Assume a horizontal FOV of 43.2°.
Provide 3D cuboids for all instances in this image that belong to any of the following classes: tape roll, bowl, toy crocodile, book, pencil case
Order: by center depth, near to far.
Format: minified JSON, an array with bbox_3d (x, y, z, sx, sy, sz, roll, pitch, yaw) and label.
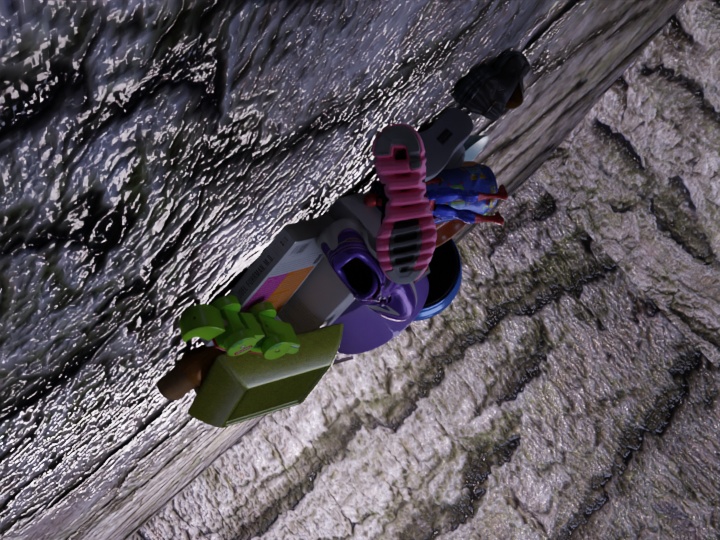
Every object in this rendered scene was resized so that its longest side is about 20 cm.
[{"bbox_3d":[-0.144,0.078,1.137,0.062,0.068,0.199,-38,155,19],"label":"toy crocodile"},{"bbox_3d":[-0.120,0.014,1.202,0.200,0.048,0.133,-47,169,24],"label":"book"},{"bbox_3d":[0.107,-0.104,1.352,0.198,0.088,0.078,-12,180,-20],"label":"pencil case"},{"bbox_3d":[0.007,0.035,1.484,0.199,0.085,0.201,-27,-150,17],"label":"tape roll"},{"bbox_3d":[0.087,-0.009,1.630,0.200,0.201,0.039,-41,165,-20],"label":"bowl"}]

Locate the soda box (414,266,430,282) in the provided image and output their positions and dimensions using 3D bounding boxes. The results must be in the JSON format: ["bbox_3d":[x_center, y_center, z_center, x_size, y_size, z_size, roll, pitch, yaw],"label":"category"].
[{"bbox_3d":[0.000,0.000,1.364,0.198,0.064,0.068,-12,-172,27],"label":"soda box"}]

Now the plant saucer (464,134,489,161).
[{"bbox_3d":[0.144,-0.178,1.607,0.201,0.039,0.201,-43,174,-5],"label":"plant saucer"}]

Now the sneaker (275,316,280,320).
[{"bbox_3d":[-0.116,0.109,1.521,0.074,0.116,0.200,-44,175,-3],"label":"sneaker"}]

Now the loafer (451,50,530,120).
[{"bbox_3d":[0.201,-0.258,1.294,0.200,0.072,0.073,-37,170,-48],"label":"loafer"}]

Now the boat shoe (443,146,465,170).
[{"bbox_3d":[0.079,-0.134,1.425,0.200,0.072,0.071,-45,-164,1],"label":"boat shoe"}]

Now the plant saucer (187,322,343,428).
[{"bbox_3d":[-0.130,0.161,1.304,0.198,0.048,0.200,-13,156,-31],"label":"plant saucer"}]

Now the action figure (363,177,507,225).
[{"bbox_3d":[0.102,-0.095,1.273,0.052,0.198,0.066,-106,-160,-59],"label":"action figure"}]

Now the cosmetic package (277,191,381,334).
[{"bbox_3d":[-0.040,-0.004,1.294,0.200,0.108,0.085,-45,172,24],"label":"cosmetic package"}]

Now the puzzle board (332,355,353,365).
[{"bbox_3d":[-0.130,0.170,1.490,0.199,0.018,0.150,-13,174,-35],"label":"puzzle board"}]

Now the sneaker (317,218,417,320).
[{"bbox_3d":[0.010,0.019,1.183,0.080,0.084,0.200,-32,136,16],"label":"sneaker"}]

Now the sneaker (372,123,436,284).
[{"bbox_3d":[0.055,-0.086,1.153,0.078,0.202,0.095,-1,-169,2],"label":"sneaker"}]

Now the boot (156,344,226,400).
[{"bbox_3d":[-0.196,0.136,1.333,0.143,0.071,0.201,-34,167,12],"label":"boot"}]

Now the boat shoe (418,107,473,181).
[{"bbox_3d":[0.094,-0.163,1.275,0.200,0.069,0.057,-41,174,-43],"label":"boat shoe"}]

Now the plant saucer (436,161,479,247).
[{"bbox_3d":[0.134,-0.109,1.549,0.199,0.032,0.201,-28,150,-18],"label":"plant saucer"}]
